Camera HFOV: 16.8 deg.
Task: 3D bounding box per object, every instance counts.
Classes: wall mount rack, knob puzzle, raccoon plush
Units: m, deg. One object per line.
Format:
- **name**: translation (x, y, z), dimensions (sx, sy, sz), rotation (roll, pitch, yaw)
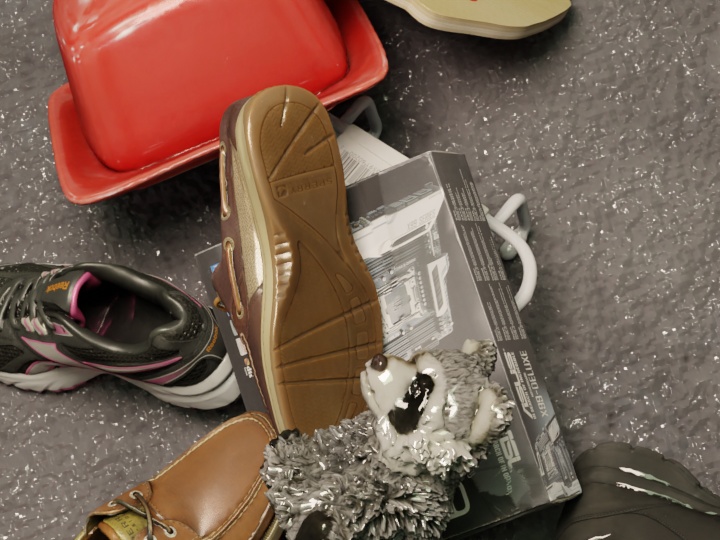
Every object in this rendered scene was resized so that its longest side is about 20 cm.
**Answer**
- **wall mount rack**: translation (0.000, 0.000, 1.399), dimensions (0.200, 0.075, 0.174), rotation (34, 75, 21)
- **knob puzzle**: translation (0.031, -0.186, 1.432), dimensions (0.220, 0.219, 0.030), rotation (43, 120, 21)
- **raccoon plush**: translation (0.038, 0.117, 1.252), dimensions (0.134, 0.200, 0.097), rotation (-28, 49, 5)

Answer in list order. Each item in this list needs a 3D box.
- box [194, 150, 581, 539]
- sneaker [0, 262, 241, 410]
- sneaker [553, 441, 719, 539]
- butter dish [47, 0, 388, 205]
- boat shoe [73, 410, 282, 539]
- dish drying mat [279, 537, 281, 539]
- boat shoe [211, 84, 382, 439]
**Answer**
- **box**: translation (0.014, 0.056, 1.329), dimensions (0.157, 0.050, 0.201), rotation (-22, 81, 25)
- **sneaker**: translation (-0.160, 0.021, 1.396), dimensions (0.199, 0.086, 0.081), rotation (4, 66, 24)
- **sneaker**: translation (0.194, 0.160, 1.290), dimensions (0.199, 0.076, 0.091), rotation (12, 49, 22)
- **butter dish**: translation (-0.105, -0.153, 1.398), dimensions (0.199, 0.148, 0.200), rotation (-22, 25, 0)
- **boat shoe**: translation (-0.110, 0.150, 1.292), dimensions (0.072, 0.068, 0.200), rotation (34, 82, 39)
- **dish drying mat**: translation (-0.137, 0.193, 1.356), dimensions (0.199, 0.018, 0.077), rotation (-18, 37, 4)
- **boat shoe**: translation (-0.042, 0.004, 1.301), dimensions (0.072, 0.072, 0.201), rotation (-14, 95, -33)
